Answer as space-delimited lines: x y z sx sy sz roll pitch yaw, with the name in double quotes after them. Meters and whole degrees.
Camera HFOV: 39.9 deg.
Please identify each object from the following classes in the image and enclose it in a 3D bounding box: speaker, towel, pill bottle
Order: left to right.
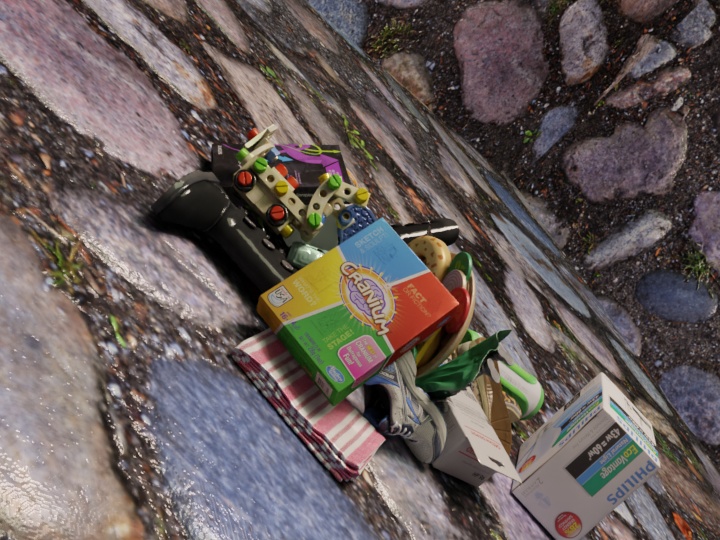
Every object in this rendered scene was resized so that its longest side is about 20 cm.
-0.055 0.147 1.158 0.200 0.030 0.146 48 16 4 "towel"
-0.063 -0.094 1.539 0.116 0.116 0.200 43 16 -11 "pill bottle"
0.227 0.179 1.694 0.199 0.088 0.089 37 19 -31 "speaker"

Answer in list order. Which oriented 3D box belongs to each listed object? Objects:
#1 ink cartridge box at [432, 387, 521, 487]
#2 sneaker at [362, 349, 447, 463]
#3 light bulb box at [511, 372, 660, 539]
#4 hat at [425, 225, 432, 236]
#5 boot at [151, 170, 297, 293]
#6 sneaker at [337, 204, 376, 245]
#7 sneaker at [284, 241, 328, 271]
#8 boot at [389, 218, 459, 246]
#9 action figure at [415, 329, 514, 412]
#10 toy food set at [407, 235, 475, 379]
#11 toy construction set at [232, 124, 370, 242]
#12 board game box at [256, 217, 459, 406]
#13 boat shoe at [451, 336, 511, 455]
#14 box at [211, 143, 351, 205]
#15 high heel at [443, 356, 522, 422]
0.132 0.223 1.383 0.115 0.068 0.201 31 22 -43 "ink cartridge box"
0.041 0.178 1.251 0.085 0.076 0.202 -49 124 -36 "sneaker"
0.349 0.291 1.544 0.125 0.198 0.200 45 15 3 "light bulb box"
0.079 0.035 1.511 0.200 0.079 0.204 -3 90 -80 "hat"
-0.156 -0.028 1.237 0.201 0.065 0.165 52 18 -1 "boot"
0.000 0.000 1.454 0.078 0.069 0.203 -162 -121 -68 "sneaker"
-0.035 0.003 1.320 0.117 0.075 0.199 26 -19 -31 "sneaker"
0.078 -0.049 1.611 0.197 0.067 0.164 -4 3 -30 "boot"
0.111 0.150 1.303 0.118 0.199 0.055 -37 94 -45 "action figure"
0.081 0.056 1.341 0.048 0.201 0.198 33 2 -31 "toy food set"
-0.096 -0.118 1.330 0.200 0.131 0.092 42 -19 16 "toy construction set"
-0.002 0.045 1.196 0.153 0.199 0.041 48 -29 16 "board game box"
0.180 0.204 1.489 0.073 0.062 0.203 27 52 -51 "boat shoe"
-0.119 -0.142 1.448 0.196 0.037 0.144 -2 32 -10 "box"
0.181 0.175 1.603 0.198 0.071 0.144 20 37 -41 "high heel"
